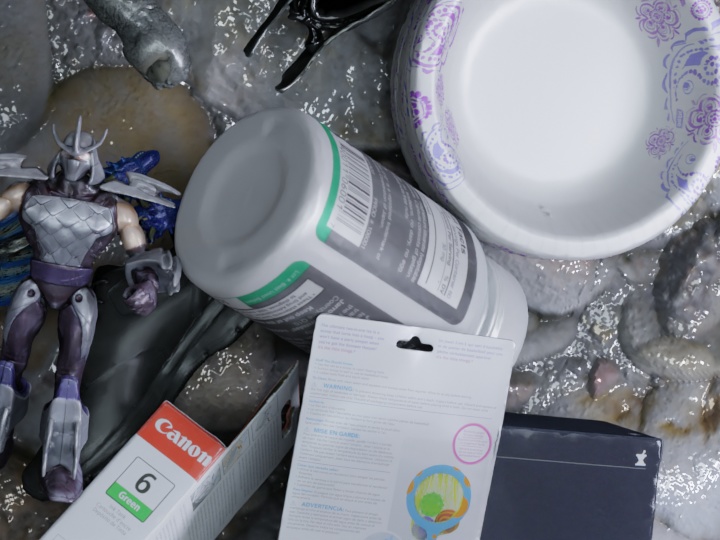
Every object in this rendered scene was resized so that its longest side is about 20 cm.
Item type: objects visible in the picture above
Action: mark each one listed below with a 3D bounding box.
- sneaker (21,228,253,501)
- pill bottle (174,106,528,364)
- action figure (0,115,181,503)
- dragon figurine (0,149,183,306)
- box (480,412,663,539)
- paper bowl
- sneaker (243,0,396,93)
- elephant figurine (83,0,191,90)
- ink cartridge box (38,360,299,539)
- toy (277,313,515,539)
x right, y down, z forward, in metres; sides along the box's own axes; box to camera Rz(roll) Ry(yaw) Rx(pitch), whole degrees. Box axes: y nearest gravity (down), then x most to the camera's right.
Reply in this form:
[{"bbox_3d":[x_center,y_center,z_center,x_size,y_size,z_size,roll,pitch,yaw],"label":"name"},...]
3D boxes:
[{"bbox_3d":[-0.137,0.047,1.164,0.091,0.076,0.200,41,74,-5],"label":"sneaker"},{"bbox_3d":[0.000,0.000,1.127,0.200,0.113,0.114,33,84,-40],"label":"pill bottle"},{"bbox_3d":[-0.163,0.016,1.068,0.129,0.069,0.202,11,100,4],"label":"action figure"},{"bbox_3d":[-0.194,-0.015,1.126,0.199,0.099,0.059,-24,97,-11],"label":"dragon figurine"},{"bbox_3d":[0.066,0.177,1.192,0.198,0.104,0.184,6,91,-13],"label":"box"},{"bbox_3d":[0.115,-0.107,1.193,0.199,0.104,0.202,-1,93,-14],"label":"paper bowl"},{"bbox_3d":[0.017,-0.188,1.150,0.199,0.104,0.060,-39,103,12],"label":"sneaker"},{"bbox_3d":[-0.152,-0.219,1.116,0.199,0.142,0.156,28,100,-6],"label":"elephant figurine"},{"bbox_3d":[-0.113,0.132,1.134,0.050,0.109,0.200,34,66,15],"label":"ink cartridge box"},{"bbox_3d":[0.010,0.127,1.102,0.114,0.047,0.202,8,94,-16],"label":"toy"}]
